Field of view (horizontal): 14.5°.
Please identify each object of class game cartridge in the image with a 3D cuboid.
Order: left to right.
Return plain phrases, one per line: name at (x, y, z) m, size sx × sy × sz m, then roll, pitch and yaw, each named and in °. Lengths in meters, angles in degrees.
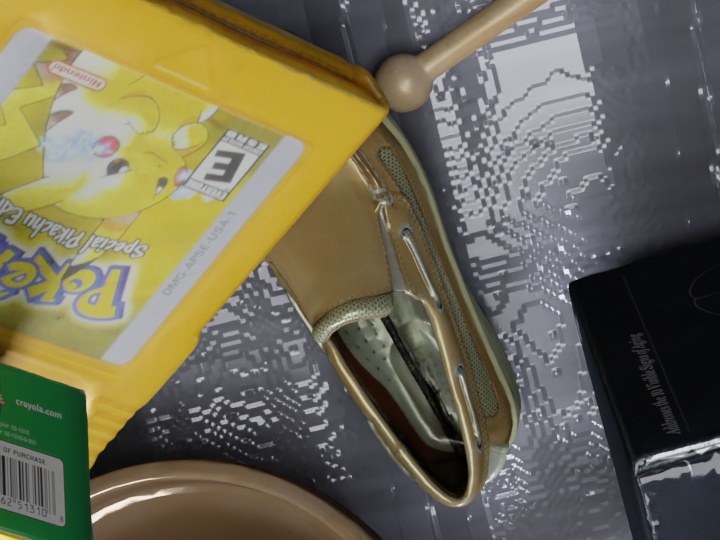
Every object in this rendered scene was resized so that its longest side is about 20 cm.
game cartridge at (-0.112, -0.018, 0.987) m, size 0.176 × 0.032 × 0.200 m, roll 21°, pitch 117°, yaw -40°

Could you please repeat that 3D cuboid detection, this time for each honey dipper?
honey dipper at (0.087, -0.123, 1.059) m, size 0.200 × 0.038 × 0.038 m, roll -33°, pitch 105°, yaw 12°

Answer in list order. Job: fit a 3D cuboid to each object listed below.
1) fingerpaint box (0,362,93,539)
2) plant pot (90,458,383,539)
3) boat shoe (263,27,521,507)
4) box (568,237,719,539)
fingerpaint box at (-0.219, 0.077, 0.961) m, size 0.200 × 0.073 × 0.167 m, roll 21°, pitch 138°, yaw -36°
plant pot at (-0.056, 0.173, 1.095) m, size 0.200 × 0.093 × 0.201 m, roll -1°, pitch 86°, yaw 12°
boat shoe at (0.000, 0.000, 1.064) m, size 0.072 × 0.076 × 0.200 m, roll -30°, pitch 105°, yaw 20°
box at (0.191, 0.059, 1.011) m, size 0.196 × 0.200 × 0.124 m, roll -14°, pitch 107°, yaw 3°
